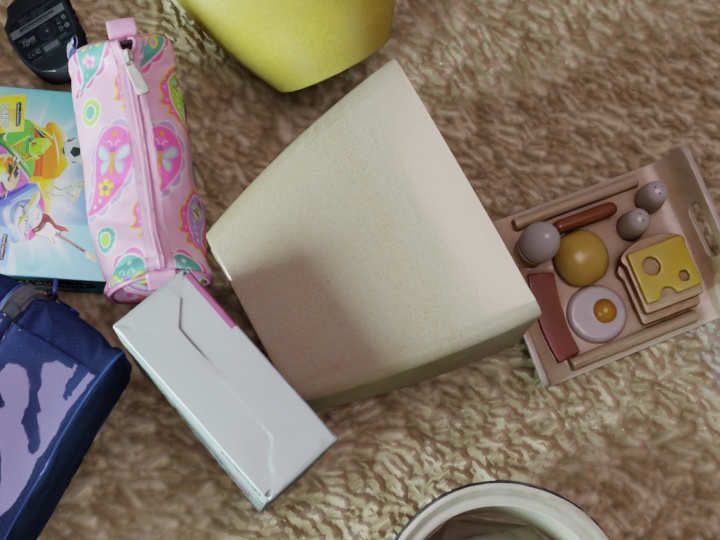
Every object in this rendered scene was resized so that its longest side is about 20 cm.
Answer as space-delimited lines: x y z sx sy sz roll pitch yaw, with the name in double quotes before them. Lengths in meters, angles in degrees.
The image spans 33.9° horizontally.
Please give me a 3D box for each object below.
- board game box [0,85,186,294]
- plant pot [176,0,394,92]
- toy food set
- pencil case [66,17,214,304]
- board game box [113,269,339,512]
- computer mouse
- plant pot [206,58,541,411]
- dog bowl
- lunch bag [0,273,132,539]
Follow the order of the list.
"board game box" -0.240 -0.062 0.924 0.197 0.047 0.153 4 75 -6
"plant pot" -0.049 -0.228 0.934 0.199 0.200 0.143 -32 109 -14
"toy food set" 0.206 -0.006 0.962 0.198 0.060 0.145 -20 79 -12
"pencil case" -0.163 -0.077 0.870 0.086 0.087 0.203 -8 78 -10
"board game box" -0.093 0.091 0.823 0.064 0.200 0.148 -40 84 -14
"computer mouse" -0.275 -0.237 0.977 0.058 0.034 0.202 -27 75 4
"plant pot" 0.000 0.000 0.872 0.176 0.200 0.201 -29 81 -3
"dog bowl" 0.099 0.260 0.872 0.197 0.074 0.203 2 75 -8
"lunch bag" -0.258 0.097 0.833 0.131 0.136 0.201 29 74 0
